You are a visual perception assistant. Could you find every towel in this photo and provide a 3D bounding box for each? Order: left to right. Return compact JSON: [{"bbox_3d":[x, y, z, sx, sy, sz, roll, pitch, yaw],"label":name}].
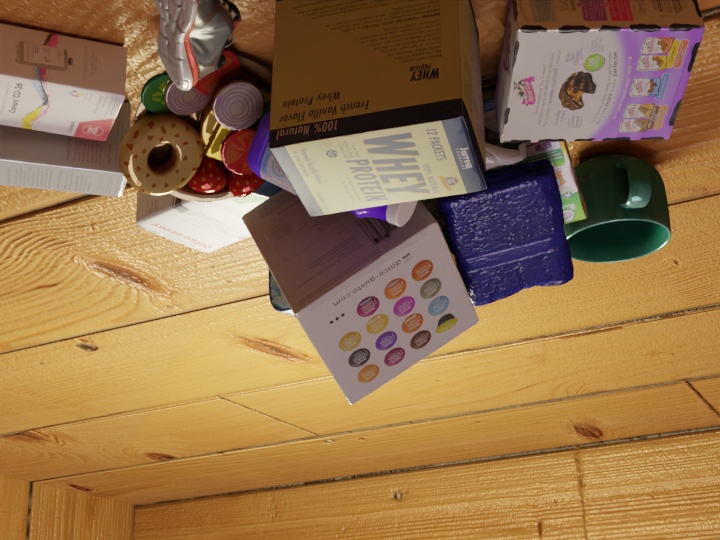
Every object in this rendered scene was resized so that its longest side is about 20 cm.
[{"bbox_3d":[0.180,-0.047,1.397,0.146,0.050,0.201,-15,136,6],"label":"towel"}]

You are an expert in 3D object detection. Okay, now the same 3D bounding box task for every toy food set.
[{"bbox_3d":[-0.172,-0.163,1.320,0.198,0.049,0.199,17,116,-30],"label":"toy food set"}]

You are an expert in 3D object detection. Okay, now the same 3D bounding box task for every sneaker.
[{"bbox_3d":[-0.164,-0.271,1.166,0.081,0.078,0.200,-26,163,-22],"label":"sneaker"},{"bbox_3d":[0.107,-0.175,1.296,0.197,0.116,0.075,-1,175,-30],"label":"sneaker"}]

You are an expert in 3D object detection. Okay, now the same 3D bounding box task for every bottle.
[{"bbox_3d":[-0.030,-0.109,1.261,0.198,0.084,0.065,27,-173,23],"label":"bottle"}]

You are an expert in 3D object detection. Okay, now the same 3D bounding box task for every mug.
[{"bbox_3d":[0.357,-0.097,1.555,0.151,0.116,0.184,15,153,-35],"label":"mug"}]

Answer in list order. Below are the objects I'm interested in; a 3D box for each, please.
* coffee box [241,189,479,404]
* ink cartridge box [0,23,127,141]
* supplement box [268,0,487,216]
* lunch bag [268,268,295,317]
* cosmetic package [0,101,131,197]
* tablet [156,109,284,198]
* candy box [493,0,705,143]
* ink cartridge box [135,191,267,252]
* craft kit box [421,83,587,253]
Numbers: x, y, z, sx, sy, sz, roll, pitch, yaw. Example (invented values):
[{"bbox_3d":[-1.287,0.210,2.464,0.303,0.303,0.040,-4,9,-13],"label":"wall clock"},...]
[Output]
[{"bbox_3d":[0.000,0.000,1.420,0.198,0.201,0.199,-32,135,-4],"label":"coffee box"},{"bbox_3d":[-0.371,-0.212,1.267,0.197,0.069,0.116,7,157,-22],"label":"ink cartridge box"},{"bbox_3d":[0.021,-0.187,1.162,0.197,0.202,0.135,-8,151,14],"label":"supplement box"},{"bbox_3d":[-0.039,-0.020,1.661,0.198,0.163,0.082,-13,161,31],"label":"lunch bag"},{"bbox_3d":[-0.381,-0.156,1.366,0.197,0.103,0.074,6,157,-16],"label":"cosmetic package"},{"bbox_3d":[-0.138,-0.157,1.378,0.198,0.014,0.131,14,118,-29],"label":"tablet"},{"bbox_3d":[0.253,-0.223,1.233,0.197,0.072,0.169,-1,143,-2],"label":"candy box"},{"bbox_3d":[-0.187,-0.105,1.531,0.198,0.086,0.145,-17,154,34],"label":"ink cartridge box"},{"bbox_3d":[0.161,-0.128,1.399,0.197,0.049,0.199,-14,120,15],"label":"craft kit box"}]
